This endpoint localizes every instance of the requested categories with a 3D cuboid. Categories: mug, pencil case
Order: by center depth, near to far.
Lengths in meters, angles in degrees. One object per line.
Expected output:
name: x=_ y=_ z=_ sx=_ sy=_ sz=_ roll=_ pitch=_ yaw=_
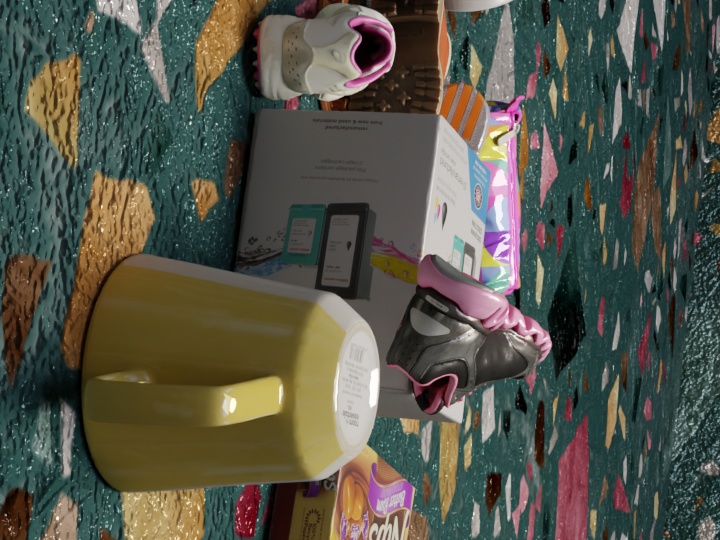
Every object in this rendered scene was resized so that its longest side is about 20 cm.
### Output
mug: x=-0.078 y=0.079 z=1.150 sx=0.187 sy=0.152 sz=0.150 roll=-63 pitch=150 yaw=-50
pencil case: x=0.117 y=-0.071 z=1.823 sx=0.088 sy=0.088 sz=0.201 roll=-30 pitch=121 yaw=-68

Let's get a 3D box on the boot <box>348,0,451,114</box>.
boot: x=0.042 y=-0.149 z=1.554 sx=0.107 sy=0.075 sz=0.201 roll=69 pitch=28 yaw=-60

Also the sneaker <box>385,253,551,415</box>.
sneaker: x=0.068 y=0.056 z=1.288 sx=0.096 sy=0.079 sz=0.200 roll=-62 pitch=155 yaw=-3

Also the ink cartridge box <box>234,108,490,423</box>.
ink cartridge box: x=0.000 y=0.000 z=1.380 sx=0.147 sy=0.145 sz=0.201 roll=36 pitch=60 yaw=-67

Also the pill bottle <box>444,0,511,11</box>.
pill bottle: x=0.090 y=-0.339 z=1.658 sx=0.116 sy=0.115 sz=0.201 roll=-62 pitch=150 yaw=-52

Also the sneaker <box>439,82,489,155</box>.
sneaker: x=0.057 y=-0.064 z=1.652 sx=0.201 sy=0.077 sz=0.112 roll=-64 pitch=-177 yaw=-6

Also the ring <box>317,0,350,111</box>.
ring: x=0.004 y=-0.186 z=1.572 sx=0.200 sy=0.019 sz=0.202 roll=2 pitch=90 yaw=-71

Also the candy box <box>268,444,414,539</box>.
candy box: x=-0.014 y=0.205 z=1.507 sx=0.200 sy=0.056 sz=0.117 roll=49 pitch=46 yaw=-62

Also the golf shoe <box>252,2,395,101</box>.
golf shoe: x=-0.005 y=-0.163 z=1.417 sx=0.200 sy=0.091 sz=0.076 roll=-29 pitch=118 yaw=-63
